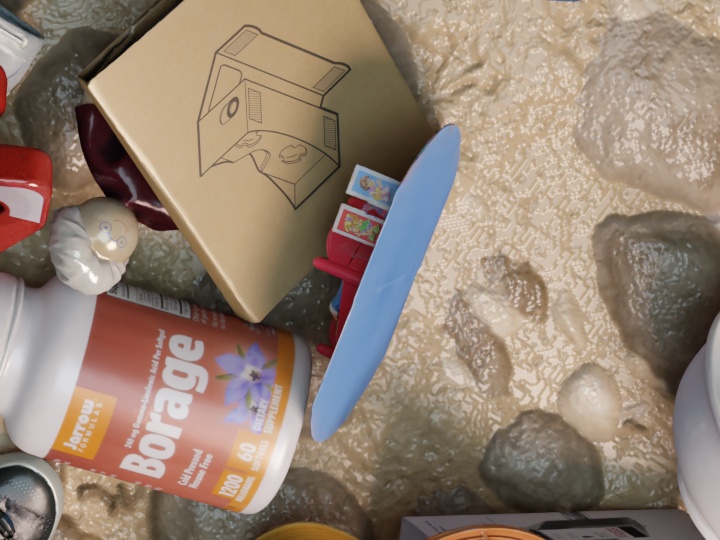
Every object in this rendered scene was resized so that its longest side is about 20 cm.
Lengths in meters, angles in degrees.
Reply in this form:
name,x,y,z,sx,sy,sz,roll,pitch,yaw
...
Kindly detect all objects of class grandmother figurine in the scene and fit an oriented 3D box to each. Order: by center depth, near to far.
name,x,y,z,sx,sy,sz,roll,pitch,yaw
grandmother figurine,-0.111,-0.073,1.545,0.121,0.061,0.200,37,76,-8

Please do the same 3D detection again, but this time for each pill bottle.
name,x,y,z,sx,sy,sz,roll,pitch,yaw
pill bottle,-0.138,0.066,1.577,0.200,0.112,0.112,16,102,-12

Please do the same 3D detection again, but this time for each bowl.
name,x,y,z,sx,sy,sz,roll,pitch,yaw
bowl,0.256,0.120,1.633,0.201,0.201,0.090,36,130,-16

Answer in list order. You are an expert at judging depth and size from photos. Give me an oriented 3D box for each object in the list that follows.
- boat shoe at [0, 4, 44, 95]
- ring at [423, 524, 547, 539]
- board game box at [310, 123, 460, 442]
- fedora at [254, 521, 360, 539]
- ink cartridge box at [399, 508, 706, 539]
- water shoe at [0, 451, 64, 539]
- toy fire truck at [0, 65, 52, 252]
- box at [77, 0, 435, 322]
name,x,y,z,sx,sy,sz,roll,pitch,yaw
boat shoe,-0.263,-0.175,1.521,0.201,0.070,0.072,42,95,-22
ring,0.063,0.245,1.562,0.200,0.019,0.201,-8,106,-29
board game box,0.000,0.000,1.571,0.039,0.158,0.200,24,102,10
fedora,-0.046,0.250,1.605,0.082,0.200,0.201,-7,111,-50
ink cartridge box,0.121,0.227,1.652,0.200,0.083,0.147,1,105,-24
water shoe,-0.255,0.192,1.611,0.200,0.079,0.072,-41,107,3
toy fire truck,-0.276,-0.044,1.514,0.200,0.168,0.112,5,68,-11
box,-0.053,-0.090,1.535,0.163,0.021,0.200,-45,130,-16
